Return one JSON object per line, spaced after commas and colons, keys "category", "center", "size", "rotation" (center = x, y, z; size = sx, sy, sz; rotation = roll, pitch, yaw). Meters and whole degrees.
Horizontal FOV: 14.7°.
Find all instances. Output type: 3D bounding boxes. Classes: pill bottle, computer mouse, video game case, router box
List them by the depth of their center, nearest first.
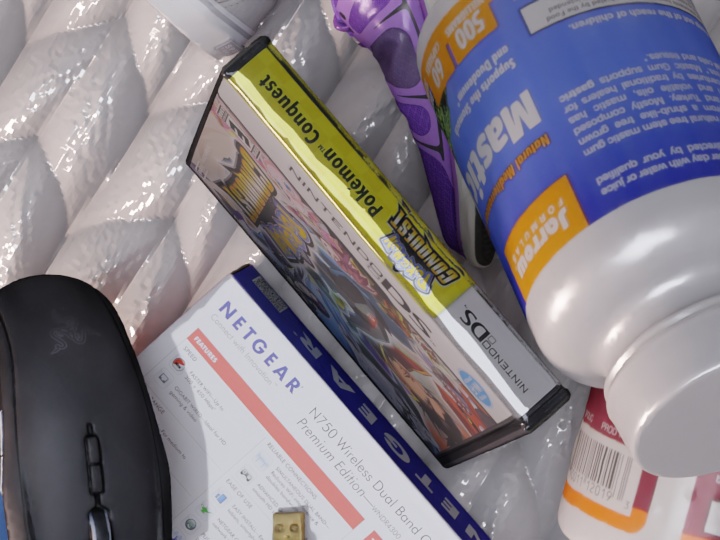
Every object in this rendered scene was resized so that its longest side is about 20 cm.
{"category": "pill bottle", "center": [0.103, -0.026, 1.063], "size": [0.112, 0.112, 0.200], "rotation": [-28, 57, 10]}
{"category": "video game case", "center": [0.000, 0.000, 1.141], "size": [0.025, 0.200, 0.181], "rotation": [-40, 89, -11]}
{"category": "pill bottle", "center": [0.160, 0.027, 1.161], "size": [0.114, 0.114, 0.201], "rotation": [16, 98, 7]}
{"category": "computer mouse", "center": [-0.087, 0.093, 1.170], "size": [0.140, 0.046, 0.201], "rotation": [-1, 74, -19]}
{"category": "router box", "center": [-0.053, 0.131, 1.235], "size": [0.179, 0.049, 0.200], "rotation": [-41, 89, 10]}

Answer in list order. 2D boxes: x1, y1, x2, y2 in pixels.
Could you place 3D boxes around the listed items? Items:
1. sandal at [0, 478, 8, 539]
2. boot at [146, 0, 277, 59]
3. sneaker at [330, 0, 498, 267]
{"category": "sandal", "center": [-0.167, 0.134, 1.184], "size": [0.079, 0.087, 0.201], "rotation": [-15, 91, 11]}
{"category": "boot", "center": [-0.103, -0.189, 1.207], "size": [0.200, 0.074, 0.096], "rotation": [40, 94, -6]}
{"category": "sneaker", "center": [0.032, -0.100, 1.192], "size": [0.083, 0.081, 0.201], "rotation": [0, 111, 41]}
